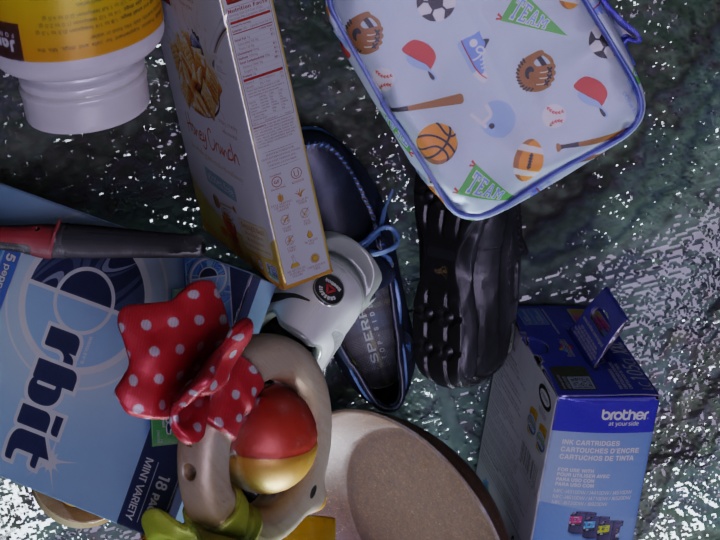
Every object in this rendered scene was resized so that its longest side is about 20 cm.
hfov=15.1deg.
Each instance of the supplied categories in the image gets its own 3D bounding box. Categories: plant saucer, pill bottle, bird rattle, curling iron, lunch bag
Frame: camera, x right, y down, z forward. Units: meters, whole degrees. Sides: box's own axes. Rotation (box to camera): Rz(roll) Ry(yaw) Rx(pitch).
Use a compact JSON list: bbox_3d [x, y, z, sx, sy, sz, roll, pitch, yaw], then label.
[{"bbox_3d":[0.036,0.176,1.808,0.037,0.200,0.201,-31,124,-38],"label":"plant saucer"},{"bbox_3d":[-0.177,-0.187,1.615,0.109,0.109,0.201,-10,116,-6],"label":"pill bottle"},{"bbox_3d":[-0.076,0.099,1.598,0.112,0.163,0.201,-2,102,34],"label":"bird rattle"},{"bbox_3d":[-0.188,-0.028,1.656,0.199,0.026,0.050,10,80,21],"label":"curling iron"},{"bbox_3d":[0.079,-0.139,1.655,0.160,0.076,0.200,-32,109,3],"label":"lunch bag"}]

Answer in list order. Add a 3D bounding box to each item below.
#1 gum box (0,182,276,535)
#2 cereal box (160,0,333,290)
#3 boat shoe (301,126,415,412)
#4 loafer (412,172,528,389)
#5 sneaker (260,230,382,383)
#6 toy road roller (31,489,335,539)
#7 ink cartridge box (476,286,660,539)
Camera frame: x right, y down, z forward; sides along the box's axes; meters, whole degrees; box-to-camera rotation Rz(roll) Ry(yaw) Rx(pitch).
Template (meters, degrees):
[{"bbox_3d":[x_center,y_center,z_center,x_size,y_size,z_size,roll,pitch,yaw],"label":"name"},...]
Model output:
[{"bbox_3d":[-0.172,0.054,1.673,0.199,0.045,0.171,19,87,23],"label":"gum box"},{"bbox_3d":[-0.078,-0.102,1.646,0.039,0.144,0.201,-20,113,-17],"label":"cereal box"},{"bbox_3d":[0.000,0.000,1.759,0.084,0.069,0.201,-26,117,2],"label":"boat shoe"},{"bbox_3d":[0.075,-0.023,1.772,0.070,0.068,0.202,-14,114,-47],"label":"loafer"},{"bbox_3d":[-0.058,0.055,1.724,0.074,0.089,0.200,34,146,3],"label":"sneaker"},{"bbox_3d":[-0.115,0.170,1.756,0.199,0.123,0.147,1,82,-6],"label":"toy road roller"},{"bbox_3d":[0.135,0.112,1.799,0.076,0.137,0.201,0,115,-14],"label":"ink cartridge box"}]
